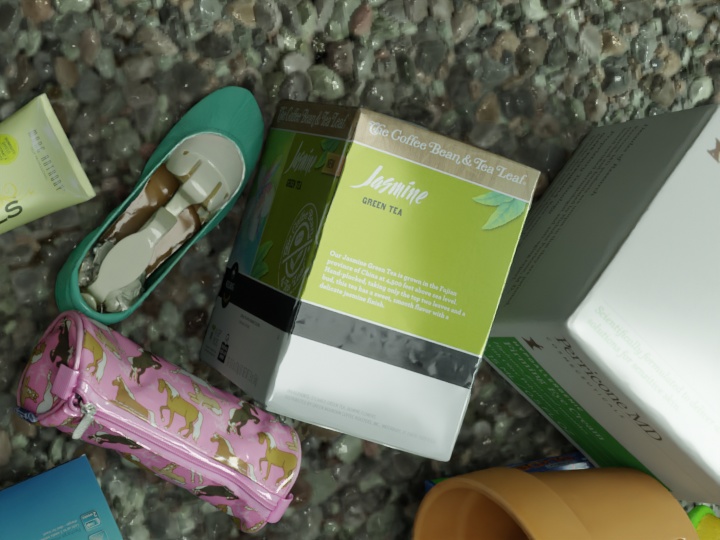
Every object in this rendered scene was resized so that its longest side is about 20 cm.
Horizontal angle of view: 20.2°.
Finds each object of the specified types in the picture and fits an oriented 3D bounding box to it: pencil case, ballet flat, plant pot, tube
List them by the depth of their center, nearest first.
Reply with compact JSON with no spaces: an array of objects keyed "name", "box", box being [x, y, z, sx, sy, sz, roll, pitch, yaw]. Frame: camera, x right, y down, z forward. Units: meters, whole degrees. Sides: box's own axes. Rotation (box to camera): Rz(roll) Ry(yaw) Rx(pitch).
[{"name":"tube","box":[-0.276,-0.038,1.320,0.199,0.052,0.058,-29,145,-17]},{"name":"pencil case","box":[-0.131,0.102,1.343,0.199,0.083,0.087,31,54,-31]},{"name":"ballet flat","box":[-0.127,-0.038,1.353,0.067,0.070,0.200,42,83,-17]},{"name":"plant pot","box":[0.145,0.218,1.378,0.139,0.200,0.202,-17,102,-29]}]

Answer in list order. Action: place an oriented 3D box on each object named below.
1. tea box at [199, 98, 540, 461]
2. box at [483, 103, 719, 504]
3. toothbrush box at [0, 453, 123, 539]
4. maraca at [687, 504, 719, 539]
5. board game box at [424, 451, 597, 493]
[{"name":"tea box","box":[0.000,0.000,1.330,0.133,0.200,0.198,18,90,-18]},{"name":"box","box":[0.215,0.027,1.400,0.199,0.171,0.200,44,71,-17]},{"name":"toothbrush box","box":[-0.205,0.245,1.309,0.146,0.085,0.201,-23,70,-14]},{"name":"maraca","box":[0.251,0.272,1.488,0.137,0.106,0.202,-35,122,-56]},{"name":"board game box","box":[0.125,0.243,1.485,0.134,0.034,0.202,-10,99,-16]}]
